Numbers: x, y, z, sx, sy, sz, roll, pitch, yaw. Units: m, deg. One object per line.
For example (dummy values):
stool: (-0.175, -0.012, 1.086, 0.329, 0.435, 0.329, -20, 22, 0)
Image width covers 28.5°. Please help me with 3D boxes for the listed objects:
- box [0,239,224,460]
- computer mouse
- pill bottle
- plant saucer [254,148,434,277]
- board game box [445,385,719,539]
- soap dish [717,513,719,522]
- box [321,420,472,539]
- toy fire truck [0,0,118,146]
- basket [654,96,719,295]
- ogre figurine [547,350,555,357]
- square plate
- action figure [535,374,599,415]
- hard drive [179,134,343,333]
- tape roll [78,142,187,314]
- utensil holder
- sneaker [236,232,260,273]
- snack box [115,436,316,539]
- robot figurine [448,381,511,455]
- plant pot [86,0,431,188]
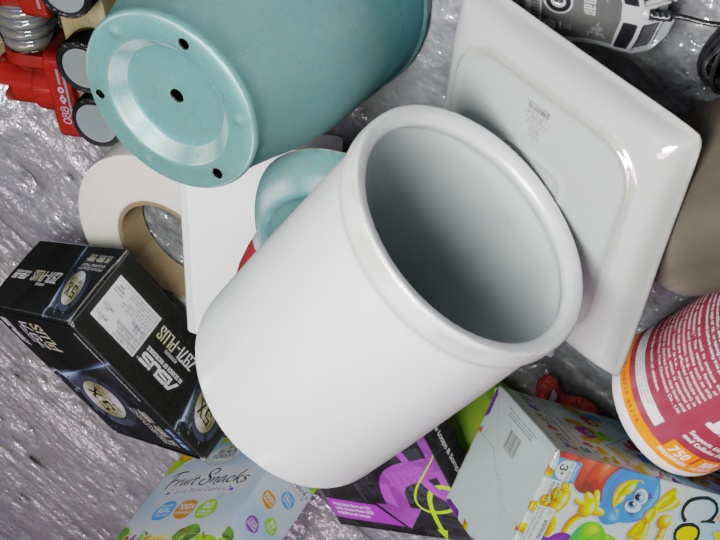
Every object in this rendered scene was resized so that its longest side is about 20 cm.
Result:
box: (-0.222, 0.072, 1.317, 0.163, 0.086, 0.200, 8, 144, 49)
computer mouse: (0.162, -0.177, 0.891, 0.199, 0.044, 0.110, 16, 140, 17)
pill bottle: (0.273, 0.058, 0.966, 0.113, 0.113, 0.200, 43, 140, -5)
plant saucer: (0.000, 0.000, 1.026, 0.199, 0.027, 0.201, 25, 143, 20)
board game box: (0.183, 0.175, 1.055, 0.199, 0.105, 0.104, 18, 105, -24)
soap dish: (0.350, 0.123, 0.911, 0.082, 0.199, 0.158, 69, 150, 30)
box: (0.005, 0.125, 1.102, 0.142, 0.036, 0.201, -1, 127, 40)
toy fire truck: (-0.262, -0.208, 1.137, 0.199, 0.129, 0.177, 8, 132, 18)
basket: (0.259, -0.057, 0.845, 0.200, 0.180, 0.137, -21, 95, 55)
ogre figurine: (0.083, -0.006, 1.064, 0.199, 0.098, 0.121, 7, 121, 19)
square plate: (0.112, -0.056, 0.911, 0.200, 0.028, 0.199, 42, 142, 31)
action figure: (0.189, 0.168, 1.184, 0.065, 0.052, 0.201, -3, 123, 43)
hard drive: (-0.082, -0.026, 1.177, 0.131, 0.026, 0.201, 4, 129, 2)
tape roll: (-0.163, -0.028, 1.273, 0.202, 0.037, 0.204, 21, 137, 21)
utensil holder: (0.010, 0.024, 0.884, 0.170, 0.170, 0.200, 44, 131, -6)
sneaker: (-0.017, 0.044, 1.165, 0.199, 0.071, 0.113, 30, 122, -9)
snack box: (-0.150, 0.250, 1.391, 0.168, 0.200, 0.068, -13, 119, 42)
robot figurine: (0.063, 0.151, 1.207, 0.199, 0.116, 0.176, -20, 105, 45)
plant pot: (-0.082, -0.163, 0.971, 0.199, 0.188, 0.201, 20, 136, 21)
